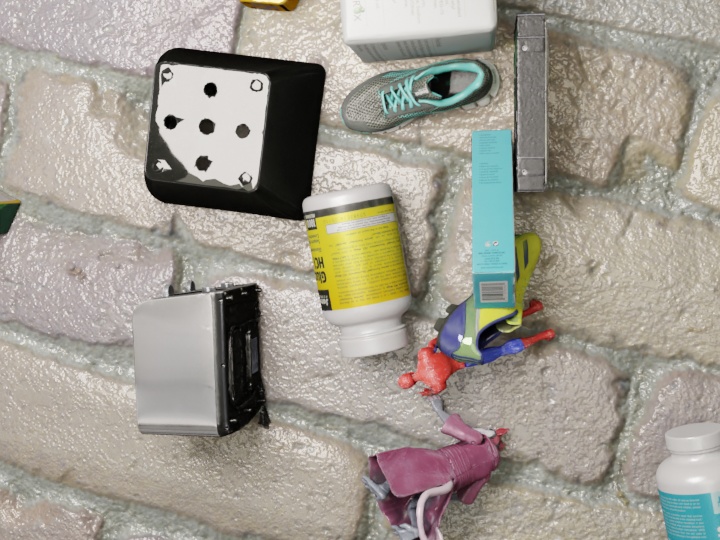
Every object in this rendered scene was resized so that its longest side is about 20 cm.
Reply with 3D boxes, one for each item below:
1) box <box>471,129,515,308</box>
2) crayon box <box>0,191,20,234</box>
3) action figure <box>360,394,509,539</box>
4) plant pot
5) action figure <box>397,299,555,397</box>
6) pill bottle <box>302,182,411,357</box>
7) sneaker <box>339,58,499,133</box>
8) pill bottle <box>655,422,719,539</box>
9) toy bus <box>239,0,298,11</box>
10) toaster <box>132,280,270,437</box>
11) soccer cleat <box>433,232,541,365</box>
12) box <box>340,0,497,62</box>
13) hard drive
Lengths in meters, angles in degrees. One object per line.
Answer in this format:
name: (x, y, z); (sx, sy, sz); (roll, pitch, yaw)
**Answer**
box: (0.155, -0.062, 1.289); (0.049, 0.082, 0.200); (-1, 58, 7)
crayon box: (-0.522, -0.089, 1.356); (0.126, 0.200, 0.052); (27, 97, 4)
action figure: (0.108, 0.235, 1.334); (0.200, 0.149, 0.134); (-24, 102, -24)
plant pot: (-0.162, -0.169, 1.321); (0.199, 0.177, 0.200); (8, 94, 6)
action figure: (0.131, 0.102, 1.370); (0.200, 0.099, 0.065); (-22, 88, -14)
pill bottle: (0.000, 0.000, 1.346); (0.112, 0.112, 0.200); (-10, 93, 7)
sneaker: (0.068, -0.218, 1.332); (0.200, 0.091, 0.078); (-16, 91, 8)
pill bottle: (0.418, 0.288, 1.319); (0.111, 0.111, 0.200); (-12, 93, 7)
toy bus: (-0.097, -0.423, 1.350); (0.078, 0.065, 0.200); (7, 96, 8)
toaster: (-0.190, 0.112, 1.346); (0.119, 0.181, 0.200); (-2, 93, 10)
soccer cleat: (0.169, 0.036, 1.316); (0.084, 0.065, 0.200); (26, 60, 30)
box: (0.067, -0.352, 1.268); (0.171, 0.199, 0.200); (-3, 94, 6)
hard drive: (0.199, -0.192, 1.295); (0.038, 0.140, 0.200); (-1, 93, 6)
